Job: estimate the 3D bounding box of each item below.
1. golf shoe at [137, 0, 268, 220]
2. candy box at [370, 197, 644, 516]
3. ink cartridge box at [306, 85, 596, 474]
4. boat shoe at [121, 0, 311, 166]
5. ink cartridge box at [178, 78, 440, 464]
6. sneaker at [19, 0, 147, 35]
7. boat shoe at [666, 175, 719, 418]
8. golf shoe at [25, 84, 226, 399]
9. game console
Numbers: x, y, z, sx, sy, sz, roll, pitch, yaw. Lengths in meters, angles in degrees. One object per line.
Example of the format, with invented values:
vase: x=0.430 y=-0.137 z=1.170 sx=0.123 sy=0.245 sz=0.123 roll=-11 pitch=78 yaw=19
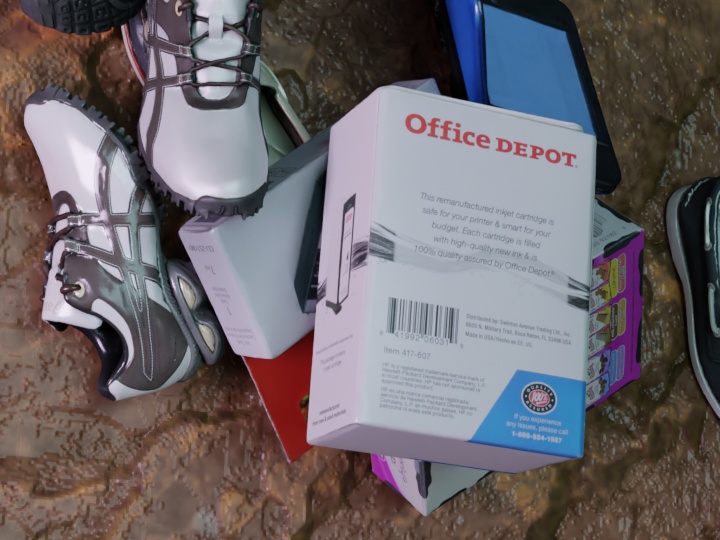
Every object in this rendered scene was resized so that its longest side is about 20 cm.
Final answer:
golf shoe: x=-0.093 y=-0.123 z=1.067 sx=0.078 sy=0.095 sz=0.200 roll=-3 pitch=54 yaw=-17
candy box: x=0.096 y=0.053 z=1.189 sx=0.200 sy=0.061 sz=0.137 roll=-29 pitch=134 yaw=-27
ink cartridge box: x=0.055 y=0.008 z=1.061 sx=0.146 sy=0.084 sz=0.201 roll=11 pitch=73 yaw=-20
boat shoe: x=-0.081 y=-0.107 z=1.171 sx=0.071 sy=0.063 sz=0.200 roll=-36 pitch=96 yaw=-23
ink cartridge box: x=0.000 y=0.000 z=1.140 sx=0.200 sy=0.044 sz=0.174 roll=-37 pitch=113 yaw=-32
sneaker: x=-0.159 y=-0.221 z=1.144 sx=0.091 sy=0.076 sz=0.200 roll=27 pitch=49 yaw=17
boat shoe: x=0.278 y=0.029 z=1.315 sx=0.075 sy=0.060 sz=0.200 roll=-20 pitch=90 yaw=-26
golf shoe: x=-0.163 y=-0.015 z=1.101 sx=0.094 sy=0.078 sz=0.200 roll=-32 pitch=94 yaw=-26
game console: x=0.107 y=-0.171 z=1.192 sx=0.170 sy=0.118 sz=0.200 roll=14 pitch=43 yaw=-23
